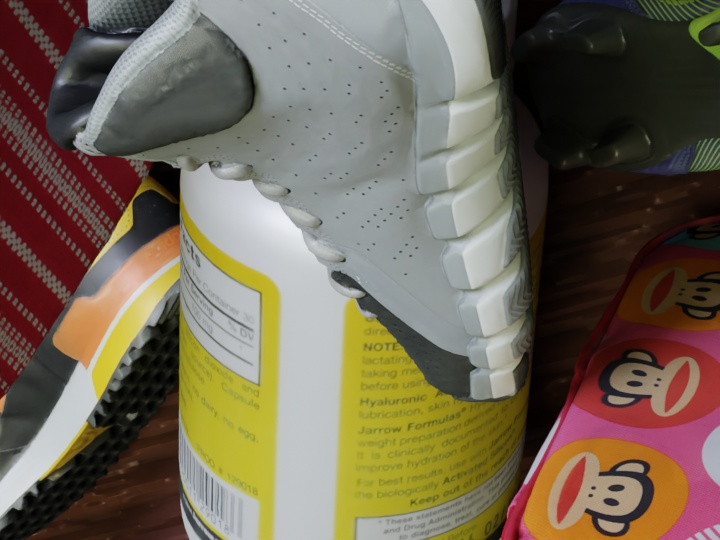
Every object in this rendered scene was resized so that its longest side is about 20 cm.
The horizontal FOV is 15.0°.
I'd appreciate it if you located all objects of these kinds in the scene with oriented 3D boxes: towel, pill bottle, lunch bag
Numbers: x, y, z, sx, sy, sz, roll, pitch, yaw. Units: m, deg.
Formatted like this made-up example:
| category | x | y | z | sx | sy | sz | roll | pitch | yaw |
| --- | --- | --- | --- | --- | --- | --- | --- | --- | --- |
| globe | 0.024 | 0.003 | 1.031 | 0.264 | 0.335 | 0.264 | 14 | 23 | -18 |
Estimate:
| category | x | y | z | sx | sy | sz | roll | pitch | yaw |
| --- | --- | --- | --- | --- | --- | --- | --- | --- | --- |
| towel | -0.081 | -0.071 | 0.749 | 0.022 | 0.201 | 0.145 | 24 | 166 | 26 |
| pill bottle | 0.000 | 0.000 | 0.826 | 0.111 | 0.111 | 0.201 | 16 | 129 | 17 |
| lunch bag | 0.141 | 0.066 | 0.746 | 0.175 | 0.200 | 0.082 | 7 | 125 | 19 |

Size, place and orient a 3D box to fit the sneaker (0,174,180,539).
| category | x | y | z | sx | sy | sz | roll | pitch | yaw |
| --- | --- | --- | --- | --- | --- | --- | --- | --- | --- |
| sneaker | -0.120 | 0.029 | 0.946 | 0.090 | 0.070 | 0.200 | 50 | 129 | 10 |

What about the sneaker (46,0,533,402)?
| category | x | y | z | sx | sy | sz | roll | pitch | yaw |
| --- | --- | --- | --- | --- | --- | --- | --- | --- | --- |
| sneaker | -0.018 | -0.033 | 0.687 | 0.115 | 0.075 | 0.201 | -6 | 142 | 3 |

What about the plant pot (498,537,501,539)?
| category | x | y | z | sx | sy | sz | roll | pitch | yaw |
| --- | --- | --- | --- | --- | --- | --- | --- | --- | --- |
| plant pot | 0.130 | 0.183 | 0.841 | 0.199 | 0.201 | 0.190 | 9 | 138 | 21 |

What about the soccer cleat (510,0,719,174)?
| category | x | y | z | sx | sy | sz | roll | pitch | yaw |
| --- | --- | --- | --- | --- | --- | --- | --- | --- | --- |
| soccer cleat | 0.122 | -0.054 | 0.706 | 0.200 | 0.083 | 0.065 | 12 | 121 | 55 |
